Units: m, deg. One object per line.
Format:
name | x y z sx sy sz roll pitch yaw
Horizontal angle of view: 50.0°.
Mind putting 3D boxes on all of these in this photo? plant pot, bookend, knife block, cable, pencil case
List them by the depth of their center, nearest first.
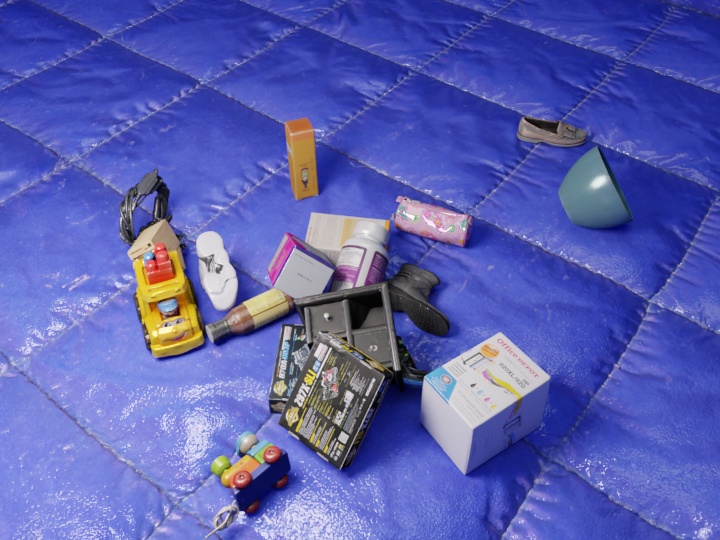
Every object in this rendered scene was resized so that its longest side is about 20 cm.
bookend | -0.023 0.145 1.527 0.195 0.093 0.202 -10 55 4
knife block | -0.469 -0.077 1.770 0.063 0.200 0.178 -26 64 8
cable | -0.521 -0.136 1.847 0.050 0.165 0.203 15 53 7
pencil case | 0.177 -0.121 1.891 0.196 0.089 0.088 18 46 16
plant pot | 0.569 -0.185 1.906 0.133 0.200 0.203 -27 38 22

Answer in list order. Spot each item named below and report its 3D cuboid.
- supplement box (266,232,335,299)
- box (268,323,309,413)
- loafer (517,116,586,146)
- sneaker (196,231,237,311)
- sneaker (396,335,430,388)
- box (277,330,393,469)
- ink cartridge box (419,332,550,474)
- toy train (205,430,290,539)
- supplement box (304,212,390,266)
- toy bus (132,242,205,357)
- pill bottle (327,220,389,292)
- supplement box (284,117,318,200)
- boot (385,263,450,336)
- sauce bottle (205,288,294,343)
supplement box | -0.133 -0.004 1.672 0.100 0.105 0.200 29 6 -14
box | -0.098 0.201 1.585 0.155 0.047 0.203 2 44 2
loafer | 0.546 -0.397 2.191 0.195 0.064 0.073 5 44 5
sneaker | -0.318 0.022 1.728 0.073 0.116 0.203 -13 58 -14
sneaker | 0.074 0.179 1.576 0.197 0.071 0.084 27 86 27
box | -0.048 0.241 1.442 0.158 0.203 0.049 29 10 26
ink cartridge box | 0.235 0.248 1.466 0.197 0.147 0.147 -25 48 -25
toy train | -0.231 0.377 1.384 0.115 0.086 0.199 26 49 38
supplement box | -0.032 -0.062 1.835 0.195 0.075 0.128 6 44 4
toy bus | -0.413 0.050 1.636 0.133 0.195 0.202 -14 47 -17
pill bottle | 0.000 0.000 1.697 0.110 0.113 0.204 13 71 14
supplement box | -0.149 -0.282 1.970 0.065 0.203 0.069 -14 41 -15
boot | 0.144 0.054 1.726 0.198 0.071 0.131 33 47 24
sauce bottle | -0.241 0.096 1.678 0.197 0.067 0.066 -23 48 -24
